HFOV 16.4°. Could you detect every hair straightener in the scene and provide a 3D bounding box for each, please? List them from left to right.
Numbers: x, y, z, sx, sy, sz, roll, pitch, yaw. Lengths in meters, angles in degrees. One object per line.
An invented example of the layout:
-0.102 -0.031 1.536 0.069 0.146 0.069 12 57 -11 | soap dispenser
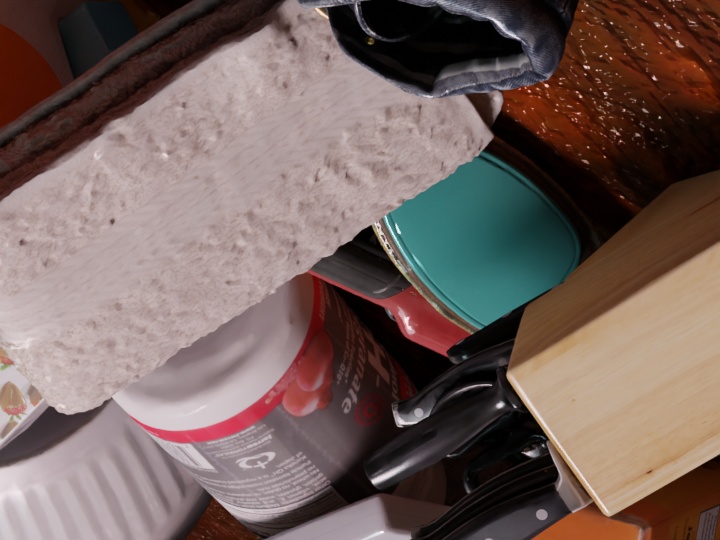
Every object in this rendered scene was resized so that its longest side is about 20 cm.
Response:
0.000 0.000 1.044 0.199 0.041 0.077 19 -166 -20 | hair straightener

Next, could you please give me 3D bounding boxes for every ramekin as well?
-0.172 0.063 1.261 0.199 0.201 0.105 19 149 24 | ramekin

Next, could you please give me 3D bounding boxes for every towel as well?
-0.046 -0.035 0.851 0.035 0.200 0.133 53 176 36 | towel

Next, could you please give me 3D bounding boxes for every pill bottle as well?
-0.035 0.067 1.201 0.110 0.111 0.200 13 157 35 | pill bottle

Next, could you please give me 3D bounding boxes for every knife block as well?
0.093 0.037 0.844 0.064 0.175 0.200 53 155 -10 | knife block

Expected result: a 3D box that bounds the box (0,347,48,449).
-0.122 0.015 1.101 0.039 0.041 0.200 48 129 1 | box

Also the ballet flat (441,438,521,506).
0.032 0.135 1.351 0.068 0.067 0.200 31 160 -12 | ballet flat

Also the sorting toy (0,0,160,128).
-0.111 -0.071 0.935 0.180 0.107 0.200 33 -173 -33 | sorting toy

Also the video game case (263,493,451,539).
0.001 0.161 1.240 0.199 0.024 0.182 -26 152 37 | video game case

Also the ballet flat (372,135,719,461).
0.076 0.004 0.978 0.200 0.071 0.071 36 159 -17 | ballet flat

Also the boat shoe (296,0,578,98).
-0.007 -0.108 0.749 0.200 0.091 0.071 9 154 42 | boat shoe

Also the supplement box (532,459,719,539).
0.125 0.105 1.006 0.066 0.069 0.200 16 -165 31 | supplement box
